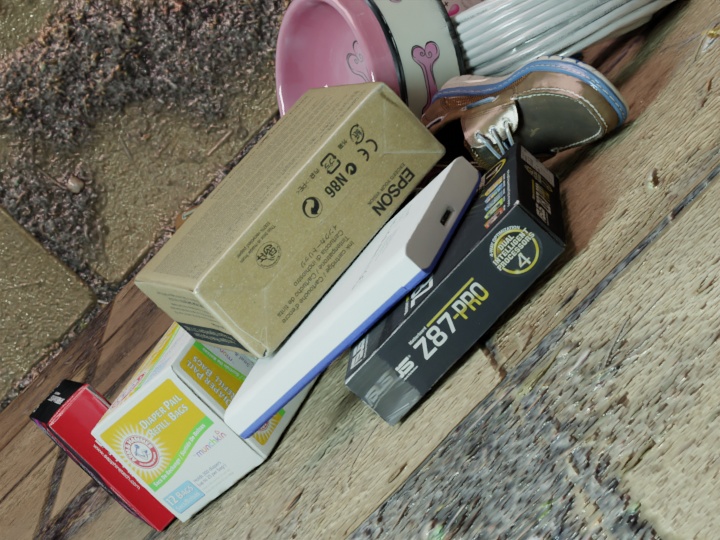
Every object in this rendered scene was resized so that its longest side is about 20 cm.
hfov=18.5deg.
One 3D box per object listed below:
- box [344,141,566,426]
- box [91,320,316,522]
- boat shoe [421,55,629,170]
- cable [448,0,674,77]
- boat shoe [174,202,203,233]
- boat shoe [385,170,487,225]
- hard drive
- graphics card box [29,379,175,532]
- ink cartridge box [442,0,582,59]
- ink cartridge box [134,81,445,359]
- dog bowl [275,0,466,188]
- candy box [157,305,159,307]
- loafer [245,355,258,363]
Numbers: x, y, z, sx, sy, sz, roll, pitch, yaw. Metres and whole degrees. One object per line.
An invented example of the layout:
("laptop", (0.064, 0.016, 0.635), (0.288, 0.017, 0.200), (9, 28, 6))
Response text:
("box", (0.064, 0.004, 1.447), (0.161, 0.049, 0.200), (-48, 7, 14))
("box", (-0.104, 0.081, 1.715), (0.112, 0.101, 0.200), (-39, 11, 36))
("boat shoe", (0.110, -0.098, 1.568), (0.073, 0.072, 0.200), (-52, 22, -23))
("cable", (0.151, -0.199, 1.725), (0.199, 0.070, 0.200), (-25, 4, -10))
("boat shoe", (-0.079, -0.056, 1.923), (0.199, 0.072, 0.076), (-22, -23, 13))
("boat shoe", (0.053, -0.033, 1.616), (0.200, 0.068, 0.072), (-48, 7, -23))
("hard drive", (-0.005, 0.019, 1.481), (0.200, 0.025, 0.132), (-43, 9, 35))
("graphics card box", (-0.205, 0.148, 1.814), (0.051, 0.125, 0.200), (-47, 9, -9))
("ink cartridge box", (0.076, -0.166, 1.903), (0.200, 0.115, 0.068), (-43, -21, 21))
("ink cartridge box", (-0.052, -0.037, 1.567), (0.200, 0.075, 0.165), (-49, 16, -11))
("dog bowl", (0.002, -0.142, 1.733), (0.073, 0.201, 0.200), (-13, -8, -27))
("candy box", (-0.072, -0.009, 1.903), (0.199, 0.027, 0.102), (-26, -23, 24))
("loafer", (-0.057, -0.017, 1.680), (0.070, 0.075, 0.201), (-40, 42, 47))
